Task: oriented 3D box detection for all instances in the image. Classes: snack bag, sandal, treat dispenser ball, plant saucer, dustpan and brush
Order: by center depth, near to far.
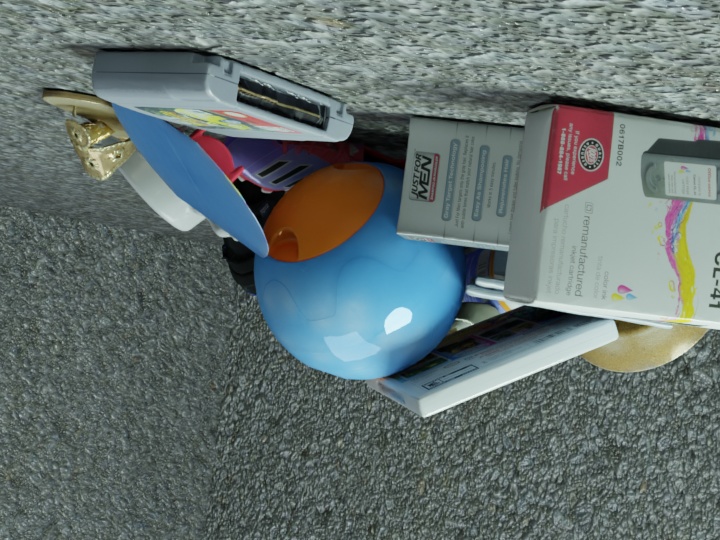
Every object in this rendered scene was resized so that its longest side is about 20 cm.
[{"bbox_3d":[0.192,0.025,1.341,0.186,0.022,0.200,9,-178,5],"label":"snack bag"},{"bbox_3d":[0.000,0.000,1.349,0.198,0.204,0.201,7,178,0],"label":"treat dispenser ball"},{"bbox_3d":[-0.244,-0.122,1.426,0.077,0.071,0.211,6,178,18],"label":"sandal"},{"bbox_3d":[-0.188,-0.076,1.541,0.139,0.057,0.200,41,-171,-49],"label":"dustpan and brush"},{"bbox_3d":[0.292,0.008,1.543,0.199,0.202,0.035,5,158,40],"label":"plant saucer"}]

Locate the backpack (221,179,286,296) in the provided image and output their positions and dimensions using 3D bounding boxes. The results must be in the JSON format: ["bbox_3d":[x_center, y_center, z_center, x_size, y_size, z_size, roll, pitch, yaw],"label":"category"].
[{"bbox_3d":[-0.057,-0.046,1.584,0.167,0.165,0.199,-17,-169,-37],"label":"backpack"}]

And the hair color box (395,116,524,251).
[{"bbox_3d":[0.135,-0.066,1.218,0.197,0.100,0.061,7,178,9],"label":"hair color box"}]

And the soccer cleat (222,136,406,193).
[{"bbox_3d":[-0.040,-0.108,1.415,0.198,0.067,0.076,16,141,-33],"label":"soccer cleat"}]

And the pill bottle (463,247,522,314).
[{"bbox_3d":[0.154,0.019,1.594,0.111,0.114,0.200,8,165,-21],"label":"pill bottle"}]

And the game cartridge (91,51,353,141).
[{"bbox_3d":[-0.111,-0.135,1.141,0.132,0.041,0.199,11,180,33],"label":"game cartridge"}]

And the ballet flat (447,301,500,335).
[{"bbox_3d":[0.058,0.077,1.474,0.197,0.068,0.064,-6,-148,-16],"label":"ballet flat"}]

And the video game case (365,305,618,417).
[{"bbox_3d":[0.117,0.079,1.362,0.198,0.024,0.182,-21,-171,-13],"label":"video game case"}]

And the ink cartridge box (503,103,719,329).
[{"bbox_3d":[0.217,-0.037,1.081,0.197,0.150,0.086,6,179,-9],"label":"ink cartridge box"}]

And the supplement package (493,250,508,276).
[{"bbox_3d":[0.235,-0.038,1.359,0.198,0.119,0.116,9,177,-42],"label":"supplement package"}]

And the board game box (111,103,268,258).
[{"bbox_3d":[-0.141,-0.099,1.286,0.199,0.039,0.159,34,161,36],"label":"board game box"}]
